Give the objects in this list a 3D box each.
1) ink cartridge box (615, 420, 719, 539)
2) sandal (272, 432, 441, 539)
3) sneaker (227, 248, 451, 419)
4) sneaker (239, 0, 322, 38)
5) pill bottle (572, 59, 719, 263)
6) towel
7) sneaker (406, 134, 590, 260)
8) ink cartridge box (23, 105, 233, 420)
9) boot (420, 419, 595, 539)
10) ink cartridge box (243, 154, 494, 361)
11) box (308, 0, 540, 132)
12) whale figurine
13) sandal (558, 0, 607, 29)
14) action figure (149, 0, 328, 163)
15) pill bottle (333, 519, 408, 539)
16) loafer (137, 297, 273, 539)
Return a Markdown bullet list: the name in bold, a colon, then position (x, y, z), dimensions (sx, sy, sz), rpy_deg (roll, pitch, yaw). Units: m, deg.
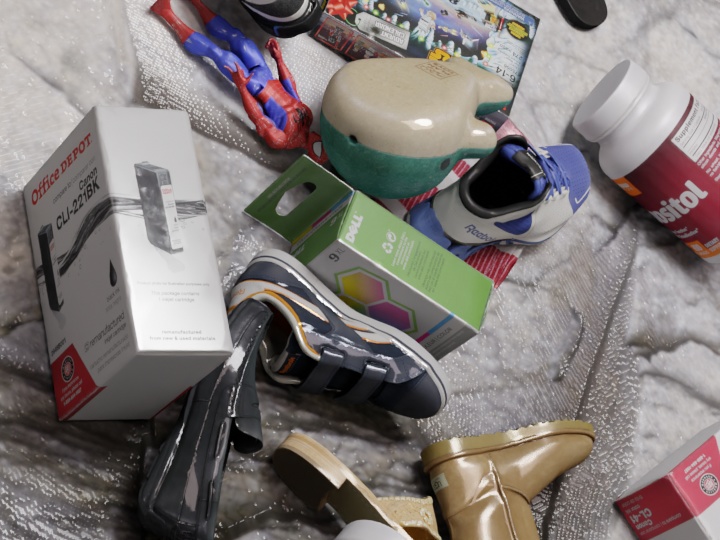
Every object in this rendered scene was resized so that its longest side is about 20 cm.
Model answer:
- **ink cartridge box**: position (0.344, 0.245, 1.664), dimensions (0.147, 0.086, 0.201), rpy_deg (-29, 86, -41)
- **sandal**: position (0.028, 0.195, 1.478), dimensions (0.212, 0.078, 0.070), rpy_deg (45, 55, 0)
- **sneaker**: position (-0.023, 0.071, 1.509), dimensions (0.200, 0.079, 0.080), rpy_deg (34, 45, 0)
- **sneaker**: position (-0.107, -0.274, 1.647), dimensions (0.200, 0.073, 0.112), rpy_deg (53, 1, 35)
- **pill bottle**: position (0.307, -0.109, 1.808), dimensions (0.200, 0.113, 0.113), rpy_deg (40, 50, -10)
- **towel**: position (0.104, -0.073, 1.709), dimensions (0.144, 0.023, 0.200), rpy_deg (44, 50, -6)
- **sneaker**: position (0.146, -0.072, 1.647), dimensions (0.199, 0.115, 0.081), rpy_deg (-21, 78, -37)
- **ink cartridge box**: position (-0.178, -0.005, 1.396), dimensions (0.083, 0.144, 0.201), rpy_deg (3, 65, -33)
- **boot**: position (0.144, 0.234, 1.550), dimensions (0.174, 0.066, 0.201), rpy_deg (-8, 70, -24)
- **ink cartridge box**: position (0.000, 0.000, 1.544), dimensions (0.200, 0.104, 0.059), rpy_deg (33, 51, -16)
- **box**: position (0.063, -0.229, 1.737), dimensions (0.199, 0.040, 0.137), rpy_deg (28, 53, -11)
- **whale figurine**: position (0.049, -0.127, 1.613), dimensions (0.159, 0.104, 0.200), rpy_deg (29, 33, 25)
- **sandal**: position (0.203, -0.343, 1.904), dimensions (0.075, 0.045, 0.201), rpy_deg (-23, 81, -40)
- **action figure**: position (-0.094, -0.171, 1.609), dimensions (0.200, 0.052, 0.065), rpy_deg (50, 46, -6)
- **pill bottle**: position (-0.031, 0.279, 1.370), dimensions (0.111, 0.111, 0.200), rpy_deg (47, 49, -5)
- **loafer**: position (-0.104, 0.116, 1.416), dimensions (0.070, 0.068, 0.201), rpy_deg (20, 66, 5)
